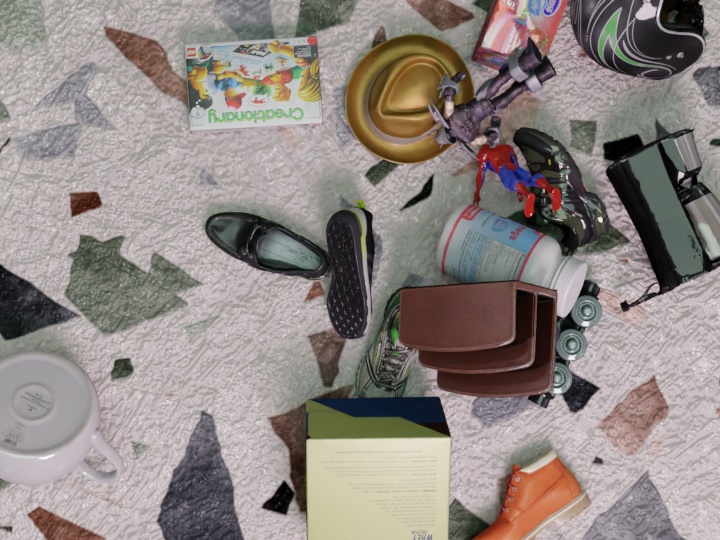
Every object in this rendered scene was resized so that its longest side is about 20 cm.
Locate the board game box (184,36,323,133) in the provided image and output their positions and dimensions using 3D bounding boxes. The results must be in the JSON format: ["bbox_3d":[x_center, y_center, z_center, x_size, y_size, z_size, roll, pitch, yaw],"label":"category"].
[{"bbox_3d":[-0.156,-0.273,1.554,0.196,0.035,0.129,-4,89,-2],"label":"board game box"}]

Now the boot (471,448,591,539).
[{"bbox_3d":[0.227,0.344,1.538,0.198,0.075,0.108,-30,87,-11],"label":"boot"}]

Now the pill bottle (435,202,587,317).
[{"bbox_3d":[0.214,-0.012,1.494,0.198,0.109,0.110,24,87,22],"label":"pill bottle"}]

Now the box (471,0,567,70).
[{"bbox_3d":[0.247,-0.392,1.544,0.101,0.095,0.203,21,88,-3],"label":"box"}]

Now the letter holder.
[{"bbox_3d":[0.154,0.095,1.415,0.100,0.198,0.145,12,78,-45],"label":"letter holder"}]

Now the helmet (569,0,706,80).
[{"bbox_3d":[0.391,-0.378,1.491,0.189,0.199,0.203,25,87,-25],"label":"helmet"}]

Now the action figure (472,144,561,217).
[{"bbox_3d":[0.215,-0.114,1.510,0.064,0.201,0.100,-10,123,-14],"label":"action figure"}]

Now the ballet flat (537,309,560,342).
[{"bbox_3d":[0.198,0.098,1.489,0.198,0.073,0.074,-18,88,41],"label":"ballet flat"}]

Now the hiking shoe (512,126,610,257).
[{"bbox_3d":[0.277,-0.115,1.547,0.100,0.076,0.201,-38,91,-6],"label":"hiking shoe"}]

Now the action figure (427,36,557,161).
[{"bbox_3d":[0.179,-0.237,1.481,0.199,0.070,0.130,-35,129,19],"label":"action figure"}]

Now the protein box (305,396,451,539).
[{"bbox_3d":[0.021,0.297,1.469,0.195,0.135,0.204,-1,106,-2],"label":"protein box"}]

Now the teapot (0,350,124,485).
[{"bbox_3d":[-0.455,0.223,1.477,0.195,0.147,0.201,-16,59,-28],"label":"teapot"}]

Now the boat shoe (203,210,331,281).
[{"bbox_3d":[-0.136,-0.036,1.532,0.197,0.066,0.075,26,88,-1],"label":"boat shoe"}]

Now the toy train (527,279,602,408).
[{"bbox_3d":[0.275,0.096,1.541,0.113,0.085,0.203,25,87,8],"label":"toy train"}]

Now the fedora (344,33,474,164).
[{"bbox_3d":[0.074,-0.255,1.539,0.197,0.082,0.205,0,88,-2],"label":"fedora"}]

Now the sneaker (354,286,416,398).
[{"bbox_3d":[0.043,0.119,1.526,0.077,0.085,0.203,16,88,-1],"label":"sneaker"}]

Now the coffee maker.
[{"bbox_3d":[0.431,-0.078,1.516,0.190,0.135,0.202,-25,84,-13],"label":"coffee maker"}]

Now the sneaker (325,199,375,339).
[{"bbox_3d":[0.000,0.000,1.534,0.071,0.082,0.204,12,112,31],"label":"sneaker"}]
